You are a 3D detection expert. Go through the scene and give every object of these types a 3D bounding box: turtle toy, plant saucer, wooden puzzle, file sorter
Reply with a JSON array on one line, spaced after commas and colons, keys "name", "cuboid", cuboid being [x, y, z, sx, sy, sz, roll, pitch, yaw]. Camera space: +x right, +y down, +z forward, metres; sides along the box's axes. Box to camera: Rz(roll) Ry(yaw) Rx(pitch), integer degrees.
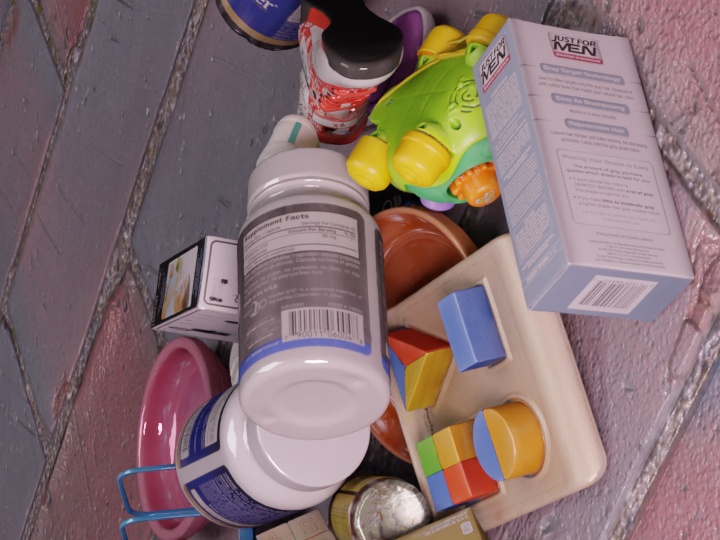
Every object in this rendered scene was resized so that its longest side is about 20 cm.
[{"name": "turtle toy", "cuboid": [0.067, -0.104, 1.565, 0.146, 0.101, 0.200, -57, 21, -16]}, {"name": "plant saucer", "cuboid": [0.049, 0.050, 1.603, 0.200, 0.032, 0.202, 16, 111, 51]}, {"name": "wooden puzzle", "cuboid": [0.080, 0.090, 1.502, 0.200, 0.046, 0.187, -33, 70, 53]}, {"name": "file sorter", "cuboid": [-0.150, 0.282, 1.855, 0.139, 0.121, 0.202, 92, 173, -65]}, {"name": "plant saucer", "cuboid": [-0.166, 0.167, 2.049, 0.200, 0.050, 0.202, -22, 66, 62]}]

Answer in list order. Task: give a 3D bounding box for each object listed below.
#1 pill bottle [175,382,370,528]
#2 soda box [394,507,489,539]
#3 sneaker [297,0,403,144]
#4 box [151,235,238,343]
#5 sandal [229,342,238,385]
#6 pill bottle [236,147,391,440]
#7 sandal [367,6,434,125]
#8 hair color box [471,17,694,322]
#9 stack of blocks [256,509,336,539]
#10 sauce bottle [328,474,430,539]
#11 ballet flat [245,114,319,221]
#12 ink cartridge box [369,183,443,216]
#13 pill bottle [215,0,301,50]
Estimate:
[{"name": "pill bottle", "cuboid": [-0.070, 0.140, 1.665, 0.200, 0.115, 0.117, 148, 124, -65]}, {"name": "soda box", "cuboid": [0.008, 0.251, 1.510, 0.068, 0.199, 0.064, 60, -173, -48]}, {"name": "sneaker", "cuboid": [-0.008, -0.145, 1.638, 0.202, 0.067, 0.109, -121, 29, -66]}, {"name": "box", "cuboid": [-0.098, 0.021, 1.728, 0.200, 0.116, 0.061, 158, 120, -73]}, {"name": "sandal", "cuboid": [-0.053, 0.115, 1.823, 0.083, 0.050, 0.203, -54, 44, 9]}, {"name": "pill bottle", "cuboid": [-0.037, 0.015, 1.556, 0.114, 0.113, 0.201, 128, 148, -47]}, {"name": "sandal", "cuboid": [0.001, -0.164, 1.764, 0.202, 0.049, 0.083, -32, 56, 58]}, {"name": "hair color box", "cuboid": [0.148, -0.069, 1.398, 0.061, 0.098, 0.201, -52, 40, 48]}, {"name": "stack of blocks", "cuboid": [-0.014, 0.298, 1.637, 0.200, 0.058, 0.116, -124, 15, -53]}, {"name": "sauce bottle", "cuboid": [0.009, 0.192, 1.630, 0.200, 0.064, 0.065, 158, 117, -81]}, {"name": "ballet flat", "cuboid": [-0.056, -0.065, 1.704, 0.200, 0.069, 0.070, 100, 166, -66]}, {"name": "ink cartridge box", "cuboid": [0.000, 0.000, 1.729, 0.200, 0.039, 0.100, -45, 45, 42]}, {"name": "pill bottle", "cuboid": [-0.046, -0.288, 1.836, 0.200, 0.111, 0.113, -42, 47, 54]}]
